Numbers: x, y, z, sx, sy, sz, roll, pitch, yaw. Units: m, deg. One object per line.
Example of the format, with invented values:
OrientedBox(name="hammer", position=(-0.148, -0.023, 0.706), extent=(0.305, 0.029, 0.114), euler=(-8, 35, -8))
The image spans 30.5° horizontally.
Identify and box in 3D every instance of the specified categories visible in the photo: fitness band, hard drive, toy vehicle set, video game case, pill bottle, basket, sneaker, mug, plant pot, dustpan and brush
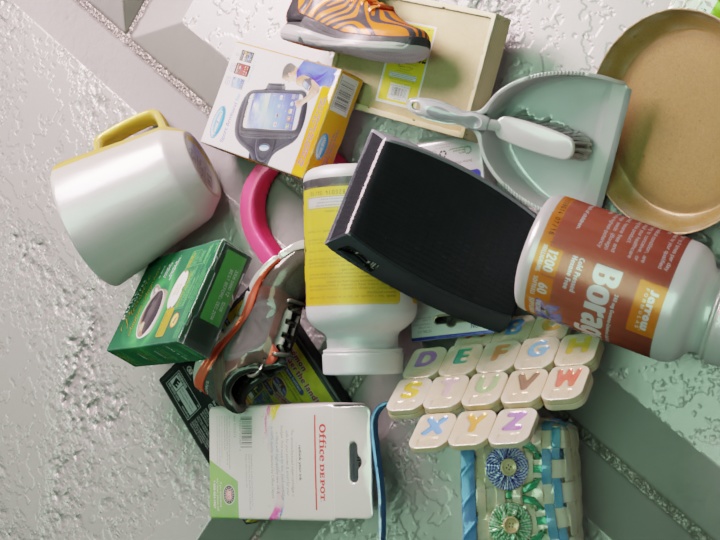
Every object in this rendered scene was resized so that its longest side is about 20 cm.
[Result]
OrientedBox(name="fitness band", position=(-0.050, -0.047, 1.414), extent=(0.144, 0.037, 0.201), euler=(-47, 65, 20))
OrientedBox(name="hard drive", position=(0.078, -0.037, 1.247), extent=(0.136, 0.198, 0.042), euler=(-67, 17, -11))
OrientedBox(name="toy vehicle set", position=(0.053, -0.213, 1.348), extent=(0.199, 0.026, 0.126), euler=(21, 98, 40))
OrientedBox(name="video game case", position=(-0.112, 0.142, 1.446), extent=(0.181, 0.025, 0.201), euler=(-44, 67, 21))
OrientedBox(name="pill bottle", position=(0.247, 0.014, 1.186), extent=(0.198, 0.112, 0.113), euler=(20, 97, 19))
OrientedBox(name="basket", position=(0.108, 0.206, 1.248), extent=(0.198, 0.139, 0.179), euler=(-7, 84, 20))
OrientedBox(name="sneaker", position=(-0.002, -0.275, 1.335), extent=(0.199, 0.077, 0.113), euler=(19, 97, 40))
OrientedBox(name="mug", position=(-0.247, -0.100, 1.470), extent=(0.152, 0.149, 0.188), euler=(-26, 79, 10))
OrientedBox(name="sneaker", position=(-0.086, 0.063, 1.357), extent=(0.082, 0.077, 0.201), euler=(41, 99, 33))
OrientedBox(name="plant pot", position=(0.290, -0.134, 1.197), extent=(0.199, 0.027, 0.203), euler=(7, 99, 49))
OrientedBox(name="dustpan and brush", position=(0.141, -0.134, 1.250), extent=(0.198, 0.057, 0.141), euler=(20, 112, 22))
OrientedBox(name="pill bottle", position=(0.000, 0.000, 1.300), extent=(0.111, 0.112, 0.203), euler=(-3, 87, 30))

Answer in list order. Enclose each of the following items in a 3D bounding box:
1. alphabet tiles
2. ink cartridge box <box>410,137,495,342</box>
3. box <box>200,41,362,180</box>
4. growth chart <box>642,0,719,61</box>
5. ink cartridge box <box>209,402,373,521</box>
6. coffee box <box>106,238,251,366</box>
OrientedBox(name="alphabet tiles", position=(0.124, 0.099, 1.230), extent=(0.198, 0.196, 0.015), euler=(-8, 120, 29))
OrientedBox(name="ink cartridge box", position=(0.092, -0.032, 1.327), extent=(0.094, 0.037, 0.203), euler=(-8, 79, 29))
OrientedBox(name="box", position=(-0.095, -0.173, 1.421), extent=(0.199, 0.041, 0.120), euler=(21, 92, 40))
OrientedBox(name="growth chart", position=(0.348, -0.248, 1.206), extent=(0.144, 0.018, 0.202), euler=(28, 102, 28))
OrientedBox(name="ink cartridge box", position=(-0.058, 0.195, 1.356), extent=(0.198, 0.067, 0.119), euler=(-4, 83, 31))
OrientedBox(name="coffee box", position=(-0.196, 0.038, 1.416), extent=(0.199, 0.044, 0.124), euler=(-13, 51, 57))
